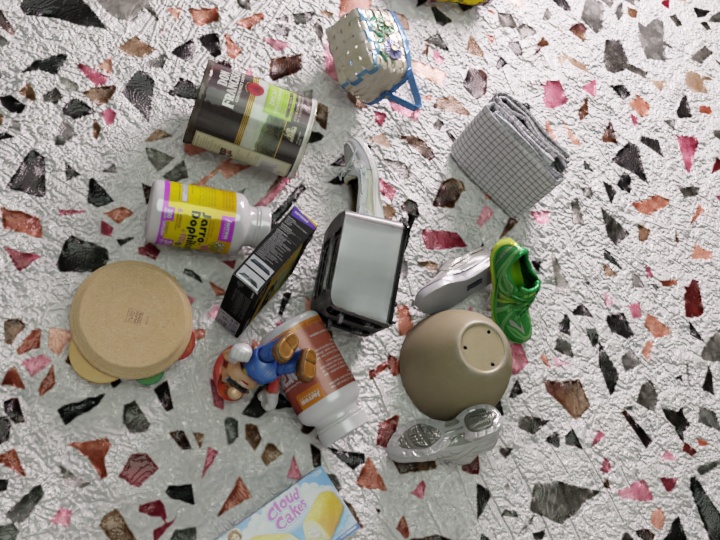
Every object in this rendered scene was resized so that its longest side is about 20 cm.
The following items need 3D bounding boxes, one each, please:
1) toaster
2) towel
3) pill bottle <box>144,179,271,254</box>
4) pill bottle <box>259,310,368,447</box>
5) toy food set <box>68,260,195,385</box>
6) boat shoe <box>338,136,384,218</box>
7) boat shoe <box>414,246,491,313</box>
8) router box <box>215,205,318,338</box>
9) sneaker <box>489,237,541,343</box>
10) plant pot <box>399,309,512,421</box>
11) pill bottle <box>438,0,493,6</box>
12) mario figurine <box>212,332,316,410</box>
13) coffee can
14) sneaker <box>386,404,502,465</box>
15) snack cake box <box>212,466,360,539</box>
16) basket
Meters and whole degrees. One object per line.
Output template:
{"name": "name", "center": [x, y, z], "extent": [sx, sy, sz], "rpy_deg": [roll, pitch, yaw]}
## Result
{"name": "toaster", "center": [0.000, 0.000, 1.564], "extent": [0.117, 0.181, 0.203], "rpy_deg": [13, 78, -12]}
{"name": "towel", "center": [0.285, -0.218, 1.781], "extent": [0.200, 0.166, 0.086], "rpy_deg": [44, 56, 0]}
{"name": "pill bottle", "center": [-0.251, -0.084, 1.564], "extent": [0.197, 0.104, 0.106], "rpy_deg": [8, 67, -17]}
{"name": "pill bottle", "center": [-0.071, 0.176, 1.525], "extent": [0.111, 0.112, 0.201], "rpy_deg": [-26, 80, -27]}
{"name": "toy food set", "center": [-0.358, 0.081, 1.493], "extent": [0.195, 0.049, 0.203], "rpy_deg": [2, 69, -20]}
{"name": "boat shoe", "center": [-0.004, -0.142, 1.697], "extent": [0.064, 0.074, 0.205], "rpy_deg": [-6, 81, -21]}
{"name": "boat shoe", "center": [0.169, 0.011, 1.706], "extent": [0.199, 0.072, 0.066], "rpy_deg": [-28, 52, -22]}
{"name": "router box", "center": [-0.153, 0.006, 1.512], "extent": [0.052, 0.200, 0.158], "rpy_deg": [38, 62, 2]}
{"name": "sneaker", "center": [0.277, 0.044, 1.689], "extent": [0.073, 0.083, 0.202], "rpy_deg": [-24, 115, -26]}
{"name": "plant pot", "center": [0.182, 0.151, 1.616], "extent": [0.198, 0.134, 0.203], "rpy_deg": [7, 67, -18]}
{"name": "pill bottle", "center": [0.179, -0.602, 1.921], "extent": [0.197, 0.109, 0.111], "rpy_deg": [1, 69, -19]}
{"name": "mario figurine", "center": [-0.160, 0.164, 1.453], "extent": [0.105, 0.199, 0.125], "rpy_deg": [-24, 93, -46]}
{"name": "coffee can", "center": [-0.190, -0.258, 1.631], "extent": [0.198, 0.146, 0.148], "rpy_deg": [18, 65, -13]}
{"name": "sneaker", "center": [0.143, 0.295, 1.578], "extent": [0.197, 0.100, 0.078], "rpy_deg": [-12, 43, 1]}
{"name": "snack cake box", "center": [-0.115, 0.405, 1.446], "extent": [0.199, 0.067, 0.116], "rpy_deg": [-31, 83, -28]}
{"name": "basket", "center": [0.038, -0.396, 1.784], "extent": [0.199, 0.138, 0.179], "rpy_deg": [5, 64, -56]}
